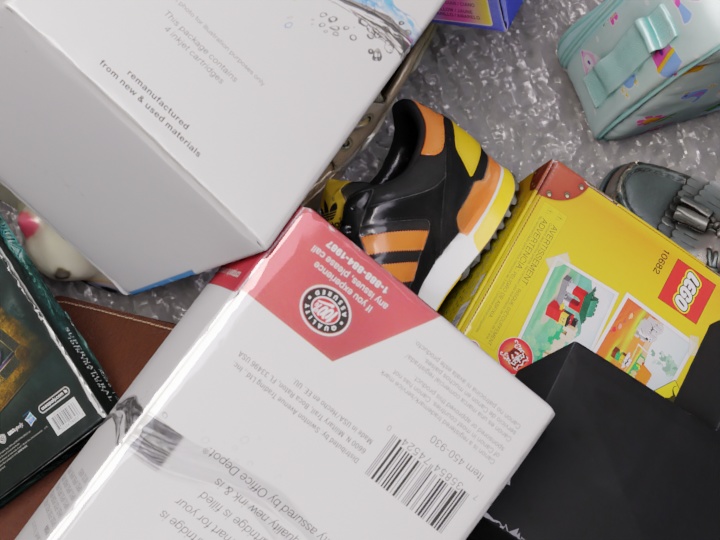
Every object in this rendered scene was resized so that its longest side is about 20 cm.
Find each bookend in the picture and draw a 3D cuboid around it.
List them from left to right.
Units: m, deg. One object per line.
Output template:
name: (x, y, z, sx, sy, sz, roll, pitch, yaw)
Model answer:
bookend: (0.155, 0.087, 0.883, 0.199, 0.092, 0.199, 32, 69, -7)

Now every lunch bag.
lunch bag: (0.202, -0.142, 0.978, 0.160, 0.200, 0.077, -17, 80, -18)

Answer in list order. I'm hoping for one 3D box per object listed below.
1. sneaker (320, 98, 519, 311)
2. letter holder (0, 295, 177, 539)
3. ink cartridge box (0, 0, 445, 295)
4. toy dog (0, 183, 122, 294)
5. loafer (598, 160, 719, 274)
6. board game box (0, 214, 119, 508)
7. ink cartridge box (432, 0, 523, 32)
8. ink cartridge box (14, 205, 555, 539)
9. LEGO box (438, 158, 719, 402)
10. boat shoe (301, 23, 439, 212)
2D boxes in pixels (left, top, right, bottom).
sneaker: (0.000, 0.000, 0.941, 0.090, 0.070, 0.200, 42, 67, -20)
letter holder: (-0.144, 0.127, 0.870, 0.101, 0.142, 0.201, 44, 68, -37)
ink cartridge box: (-0.070, -0.117, 0.787, 0.145, 0.147, 0.200, 43, 63, -17)
toy dog: (-0.151, -0.081, 0.905, 0.194, 0.139, 0.201, -19, 81, -51)
loafer: (0.230, -0.003, 1.026, 0.200, 0.063, 0.072, 36, 69, -6)
board game box: (-0.222, 0.067, 0.826, 0.200, 0.028, 0.136, -36, 82, 14)
ink cartridge box: (0.037, -0.204, 0.953, 0.136, 0.077, 0.200, 11, 49, 25)
ink cartridge box: (-0.038, 0.093, 0.762, 0.147, 0.083, 0.200, 39, 83, -13)
LEGO box: (0.107, 0.066, 0.963, 0.149, 0.077, 0.201, 34, 70, -8)
boat shoe: (-0.019, -0.093, 0.970, 0.072, 0.065, 0.200, 40, 69, -5)
